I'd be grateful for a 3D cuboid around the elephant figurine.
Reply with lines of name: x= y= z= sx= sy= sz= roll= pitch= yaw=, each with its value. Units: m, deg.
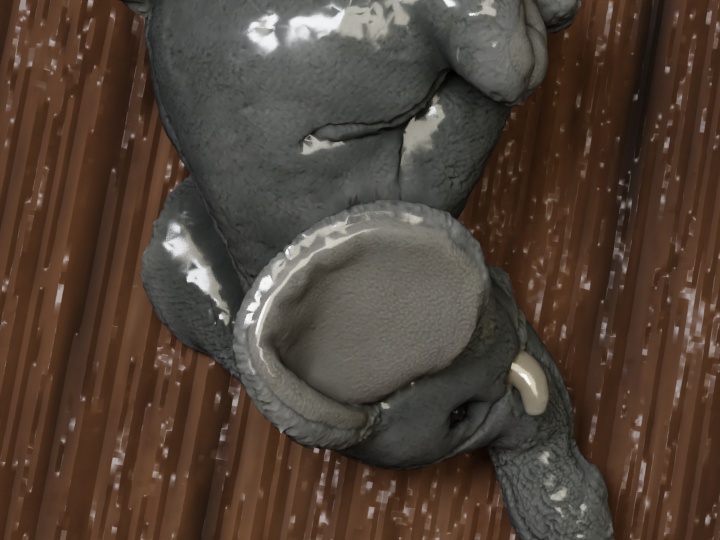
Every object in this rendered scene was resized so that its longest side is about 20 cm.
elephant figurine: x=0.000 y=0.000 z=0.808 sx=0.154 sy=0.141 sz=0.202 roll=7 pitch=99 yaw=16
